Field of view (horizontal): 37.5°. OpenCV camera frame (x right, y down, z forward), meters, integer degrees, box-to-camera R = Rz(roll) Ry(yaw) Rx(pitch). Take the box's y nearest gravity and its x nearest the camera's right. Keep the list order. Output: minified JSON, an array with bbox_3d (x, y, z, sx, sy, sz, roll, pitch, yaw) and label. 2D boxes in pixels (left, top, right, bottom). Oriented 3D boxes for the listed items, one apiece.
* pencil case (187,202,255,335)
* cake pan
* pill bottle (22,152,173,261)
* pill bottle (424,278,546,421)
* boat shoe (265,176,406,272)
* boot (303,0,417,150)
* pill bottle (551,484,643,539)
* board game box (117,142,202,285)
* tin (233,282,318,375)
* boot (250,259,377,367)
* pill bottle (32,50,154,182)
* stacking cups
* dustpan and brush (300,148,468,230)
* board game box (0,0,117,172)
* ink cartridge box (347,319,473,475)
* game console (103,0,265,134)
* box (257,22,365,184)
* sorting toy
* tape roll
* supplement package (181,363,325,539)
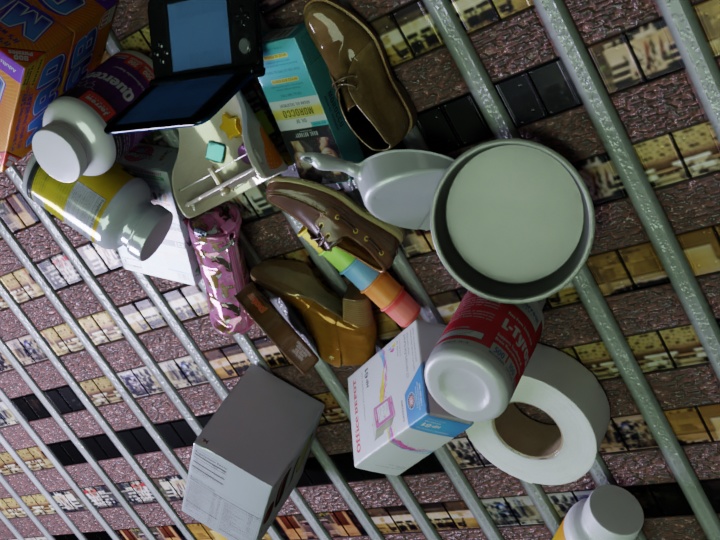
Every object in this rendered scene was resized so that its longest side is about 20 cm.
[{"bbox_3d":[-0.201,0.000,1.581,0.081,0.087,0.203,-2,128,6],"label":"pencil case"},{"bbox_3d":[0.182,-0.061,1.271,0.196,0.037,0.204,5,109,14],"label":"cake pan"},{"bbox_3d":[-0.367,-0.101,1.493,0.198,0.112,0.113,33,136,6],"label":"pill bottle"},{"bbox_3d":[0.165,0.083,1.328,0.110,0.201,0.114,17,134,19],"label":"pill bottle"},{"bbox_3d":[-0.036,-0.061,1.389,0.197,0.069,0.072,25,161,-14],"label":"boat shoe"},{"bbox_3d":[-0.008,-0.235,1.271,0.073,0.076,0.201,-23,110,44],"label":"boot"},{"bbox_3d":[0.338,0.403,1.543,0.110,0.111,0.202,26,135,11],"label":"pill bottle"},{"bbox_3d":[-0.310,-0.087,1.593,0.145,0.064,0.203,12,131,25],"label":"board game box"},{"bbox_3d":[-0.121,0.087,1.561,0.112,0.042,0.200,51,177,30],"label":"tin"},{"bbox_3d":[-0.069,0.071,1.562,0.198,0.071,0.146,15,133,18],"label":"boot"},{"bbox_3d":[-0.347,-0.204,1.421,0.111,0.201,0.114,17,133,19],"label":"pill bottle"},{"bbox_3d":[0.000,0.000,1.472,0.200,0.061,0.060,46,135,-12],"label":"stacking cups"},{"bbox_3d":[0.021,-0.115,1.329,0.196,0.058,0.140,4,148,-20],"label":"dustpan and brush"},{"bbox_3d":[-0.482,-0.305,1.426,0.198,0.201,0.201,35,136,1],"label":"board game box"},{"bbox_3d":[0.066,0.184,1.505,0.083,0.147,0.200,13,144,-26],"label":"ink cartridge box"},{"bbox_3d":[-0.225,-0.263,1.303,0.197,0.117,0.174,1,100,39],"label":"game console"},{"bbox_3d":[-0.068,-0.208,1.348,0.081,0.049,0.202,-3,123,34],"label":"box"},{"bbox_3d":[-0.186,-0.192,1.410,0.199,0.106,0.183,-18,99,49],"label":"sorting toy"},{"bbox_3d":[0.241,0.200,1.469,0.199,0.071,0.205,17,132,19],"label":"tape roll"},{"bbox_3d":[-0.176,0.307,1.736,0.145,0.192,0.202,27,136,9],"label":"supplement package"}]
